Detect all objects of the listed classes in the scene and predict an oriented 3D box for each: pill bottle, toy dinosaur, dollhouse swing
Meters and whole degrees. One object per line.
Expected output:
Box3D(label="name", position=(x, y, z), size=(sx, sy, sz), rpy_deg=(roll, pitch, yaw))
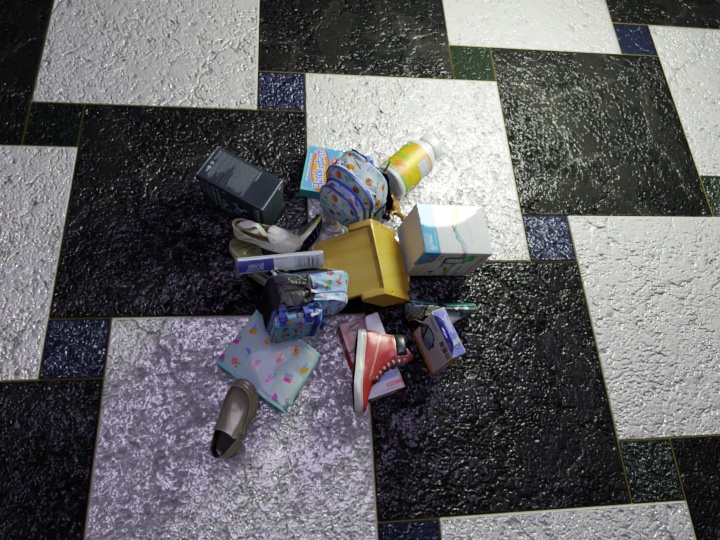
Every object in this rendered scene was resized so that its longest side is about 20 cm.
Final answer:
Box3D(label="pill bottle", position=(0.147, -0.310, 1.529), size=(0.111, 0.111, 0.200), rpy_deg=(43, 69, 10))
Box3D(label="toy dinosaur", position=(0.076, -0.205, 1.483), size=(0.105, 0.061, 0.201), rpy_deg=(-24, 113, 9))
Box3D(label="dollhouse swing", position=(0.000, 0.000, 1.362), size=(0.175, 0.181, 0.202), rpy_deg=(-23, 68, 28))

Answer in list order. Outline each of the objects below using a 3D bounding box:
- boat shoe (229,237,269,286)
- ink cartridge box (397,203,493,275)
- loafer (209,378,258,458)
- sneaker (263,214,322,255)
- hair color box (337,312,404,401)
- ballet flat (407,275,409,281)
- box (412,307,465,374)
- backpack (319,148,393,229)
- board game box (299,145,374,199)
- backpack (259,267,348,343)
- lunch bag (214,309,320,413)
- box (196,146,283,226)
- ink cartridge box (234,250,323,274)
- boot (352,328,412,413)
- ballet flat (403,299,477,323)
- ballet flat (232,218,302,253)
Box3D(label="boat shoe", position=(-0.279, -0.014, 1.371), size=(0.074, 0.069, 0.200), rpy_deg=(-26, 50, -34))
Box3D(label="ink cartridge box", position=(0.224, -0.080, 1.410), size=(0.198, 0.147, 0.147), rpy_deg=(0, 66, -18))
Box3D(label="loafer", position=(-0.287, 0.342, 1.180), size=(0.075, 0.068, 0.202), rpy_deg=(18, 102, 12))
Box3D(label="sneaker", position=(-0.180, -0.090, 1.421), size=(0.081, 0.074, 0.200), rpy_deg=(39, 66, 13))
Box3D(label="hair color box", position=(0.024, 0.221, 1.325), size=(0.110, 0.064, 0.202), rpy_deg=(-17, 70, -13))
Box3D(label="ballet flat", position=(0.063, -0.040, 1.438), size=(0.066, 0.057, 0.200), rpy_deg=(-36, 77, -19))
Box3D(label="box", position=(0.194, 0.174, 1.291), size=(0.041, 0.200, 0.120), rpy_deg=(-18, 71, -20))
Box3D(label="backpack", position=(-0.018, -0.210, 1.369), size=(0.199, 0.191, 0.154), rpy_deg=(34, 60, 12))
Box3D(label="board game box", position=(-0.067, -0.274, 1.522), size=(0.198, 0.045, 0.154), rpy_deg=(9, 68, -3))
Box3D(label="backpack", position=(-0.119, 0.074, 1.198), size=(0.198, 0.183, 0.136), rpy_deg=(-6, 69, -21))
Box3D(label="lunch bag", position=(-0.216, 0.223, 1.262), size=(0.199, 0.122, 0.171), rpy_deg=(31, 67, 11))
Box3D(label="box", position=(-0.317, -0.211, 1.407), size=(0.199, 0.149, 0.108), rpy_deg=(28, 67, 5))
Box3D(label="ink cartridge box", position=(-0.201, -0.018, 1.253), size=(0.194, 0.200, 0.044), rpy_deg=(-6, 91, -14))
Box3D(label="boot", position=(0.053, 0.244, 1.250), size=(0.143, 0.073, 0.202), rpy_deg=(9, 65, -4))
Box3D(label="ballet flat", position=(0.212, 0.116, 1.400), size=(0.198, 0.074, 0.075), rpy_deg=(4, 67, -4))
Box3D(label="ballet flat", position=(-0.248, -0.092, 1.362), size=(0.198, 0.063, 0.068), rpy_deg=(12, 58, 14))
